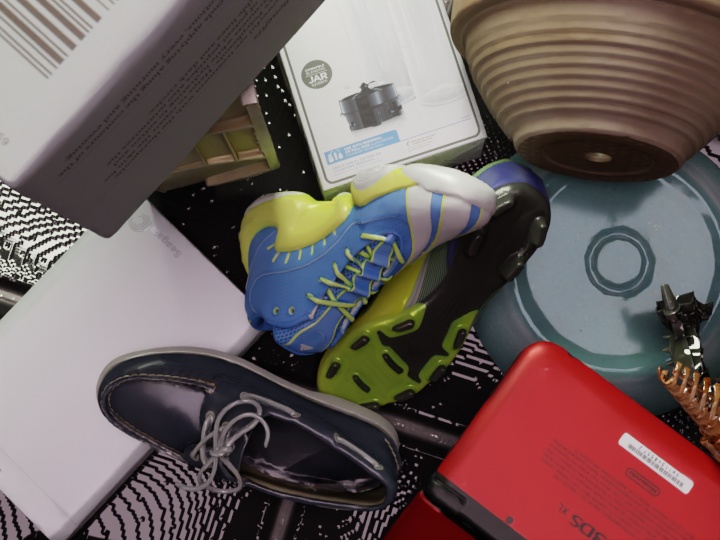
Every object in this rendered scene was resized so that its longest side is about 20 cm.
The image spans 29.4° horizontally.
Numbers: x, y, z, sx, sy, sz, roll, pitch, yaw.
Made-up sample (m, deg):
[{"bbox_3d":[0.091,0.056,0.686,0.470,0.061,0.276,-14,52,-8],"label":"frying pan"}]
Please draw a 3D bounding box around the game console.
[{"bbox_3d":[0.133,0.170,0.840,0.199,0.119,0.173,36,81,5],"label":"game console"}]

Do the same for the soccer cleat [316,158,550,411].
[{"bbox_3d":[0.047,0.011,0.882,0.065,0.084,0.200,36,109,-19],"label":"soccer cleat"}]

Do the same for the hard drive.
[{"bbox_3d":[-0.173,0.061,0.903,0.132,0.026,0.200,43,87,6],"label":"hard drive"}]

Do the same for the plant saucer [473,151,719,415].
[{"bbox_3d":[0.166,-0.003,0.895,0.198,0.036,0.202,0,84,2],"label":"plant saucer"}]

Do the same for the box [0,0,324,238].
[{"bbox_3d":[-0.144,-0.159,0.658,0.200,0.171,0.199,41,89,8],"label":"box"}]

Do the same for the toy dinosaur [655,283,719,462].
[{"bbox_3d":[0.231,0.069,0.794,0.101,0.200,0.137,-13,70,15],"label":"toy dinosaur"}]

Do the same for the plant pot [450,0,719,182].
[{"bbox_3d":[0.148,-0.111,0.823,0.199,0.201,0.093,8,80,3],"label":"plant pot"}]

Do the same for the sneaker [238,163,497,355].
[{"bbox_3d":[0.000,0.000,0.833,0.075,0.199,0.106,19,71,-39],"label":"sneaker"}]

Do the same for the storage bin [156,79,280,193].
[{"bbox_3d":[-0.120,-0.163,0.841,0.093,0.199,0.202,-14,83,-1],"label":"storage bin"}]

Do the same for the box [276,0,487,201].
[{"bbox_3d":[-0.001,-0.157,0.907,0.116,0.060,0.201,-17,83,0],"label":"box"}]

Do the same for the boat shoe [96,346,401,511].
[{"bbox_3d":[-0.070,0.105,0.857,0.199,0.062,0.075,21,112,-8],"label":"boat shoe"}]
